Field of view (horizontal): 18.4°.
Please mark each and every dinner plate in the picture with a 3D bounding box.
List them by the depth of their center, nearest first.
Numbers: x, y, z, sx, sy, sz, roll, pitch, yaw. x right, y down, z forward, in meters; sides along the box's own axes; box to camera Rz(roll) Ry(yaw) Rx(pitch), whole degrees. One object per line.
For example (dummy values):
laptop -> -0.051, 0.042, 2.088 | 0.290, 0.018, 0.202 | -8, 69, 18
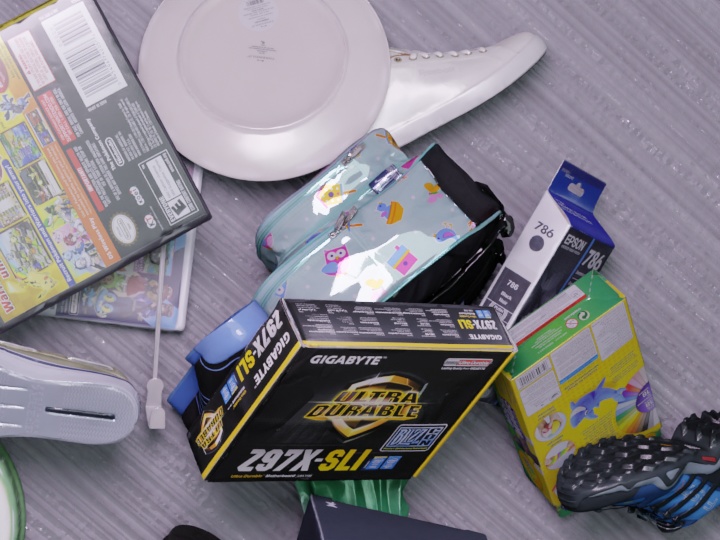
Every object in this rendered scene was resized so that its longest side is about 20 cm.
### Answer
dinner plate -> -0.076, -0.166, 1.751 | 0.200, 0.024, 0.200 | 0, 67, -1

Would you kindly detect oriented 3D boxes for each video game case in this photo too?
video game case -> -0.236, -0.084, 1.644 | 0.181, 0.026, 0.200 | -29, 100, -8
video game case -> -0.218, -0.061, 1.752 | 0.182, 0.023, 0.200 | 7, 84, -11

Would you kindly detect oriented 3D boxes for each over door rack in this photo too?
over door rack -> -0.221, 0.017, 1.707 | 0.148, 0.067, 0.200 | 2, 99, -10

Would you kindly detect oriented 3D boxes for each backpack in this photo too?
backpack -> 0.000, 0.000, 1.718 | 0.153, 0.176, 0.200 | 41, 77, 9

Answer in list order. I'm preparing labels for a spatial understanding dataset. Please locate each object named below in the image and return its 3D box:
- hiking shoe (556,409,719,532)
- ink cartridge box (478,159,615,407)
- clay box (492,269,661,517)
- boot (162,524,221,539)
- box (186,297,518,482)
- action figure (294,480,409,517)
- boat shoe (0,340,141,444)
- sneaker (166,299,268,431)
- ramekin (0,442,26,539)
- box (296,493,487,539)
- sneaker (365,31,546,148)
hiking shoe -> 0.241, 0.176, 1.778 | 0.200, 0.074, 0.087 | -11, 111, -33
ink cartridge box -> 0.142, 0.014, 1.762 | 0.039, 0.099, 0.200 | 32, 97, 29
clay box -> 0.172, 0.103, 1.769 | 0.115, 0.200, 0.048 | -34, 49, -12
boot -> -0.154, 0.316, 1.712 | 0.079, 0.211, 0.158 | 25, 125, -33
box -> -0.007, 0.091, 1.636 | 0.200, 0.160, 0.049 | 4, 48, -37
action figure -> -0.005, 0.198, 1.766 | 0.118, 0.055, 0.200 | -9, 96, -14
boat shoe -> -0.263, 0.088, 1.645 | 0.200, 0.062, 0.072 | 13, 103, -14
sneaker -> -0.091, 0.088, 1.678 | 0.070, 0.200, 0.078 | -38, 82, -23
ramekin -> -0.349, 0.191, 1.670 | 0.200, 0.098, 0.200 | 1, 87, -12
box -> 0.009, 0.295, 1.707 | 0.148, 0.107, 0.200 | 14, 103, -11
sneaker -> 0.054, -0.158, 1.788 | 0.200, 0.073, 0.085 | -28, 95, -11
